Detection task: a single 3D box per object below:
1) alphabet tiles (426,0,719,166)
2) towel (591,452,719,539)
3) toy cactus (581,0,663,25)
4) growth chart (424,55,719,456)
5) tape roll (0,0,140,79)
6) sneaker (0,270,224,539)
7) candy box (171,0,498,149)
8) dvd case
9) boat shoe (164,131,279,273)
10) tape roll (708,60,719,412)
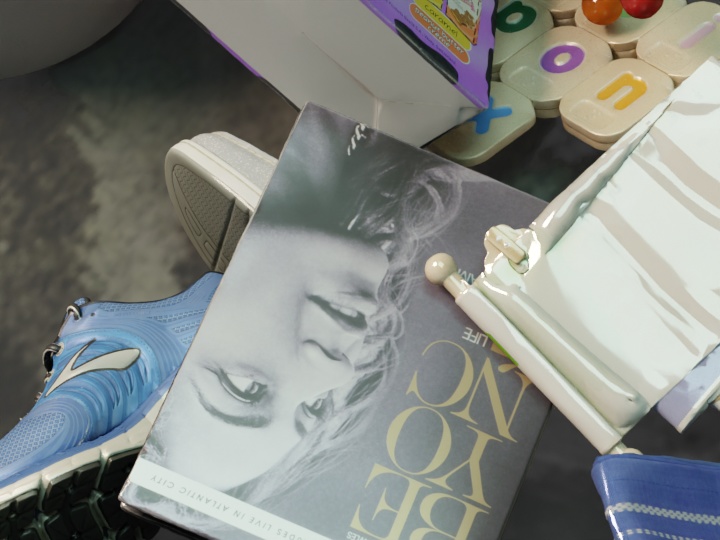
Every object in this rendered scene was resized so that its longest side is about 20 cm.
[{"bbox_3d":[0.084,-0.122,1.223,0.195,0.015,0.200,-37,47,-21],"label":"alphabet tiles"},{"bbox_3d":[0.177,0.155,1.003,0.144,0.024,0.200,10,43,-33],"label":"towel"},{"bbox_3d":[0.091,-0.207,1.192,0.165,0.102,0.200,34,40,-16],"label":"toy cactus"},{"bbox_3d":[0.147,-0.007,1.066,0.200,0.018,0.145,-38,80,-4],"label":"growth chart"},{"bbox_3d":[-0.190,-0.207,1.216,0.202,0.139,0.203,0,72,1],"label":"tape roll"},{"bbox_3d":[-0.112,0.066,1.102,0.200,0.079,0.089,-32,53,-28],"label":"sneaker"},{"bbox_3d":[-0.014,-0.171,1.165,0.071,0.168,0.200,-30,33,33],"label":"candy box"},{"bbox_3d":[0.007,0.039,1.070,0.148,0.016,0.200,23,65,2],"label":"dvd case"},{"bbox_3d":[0.001,-0.001,1.140,0.202,0.075,0.065,33,56,18],"label":"boat shoe"},{"bbox_3d":[0.227,-0.015,1.140,0.202,0.071,0.203,-1,55,2],"label":"tape roll"}]
